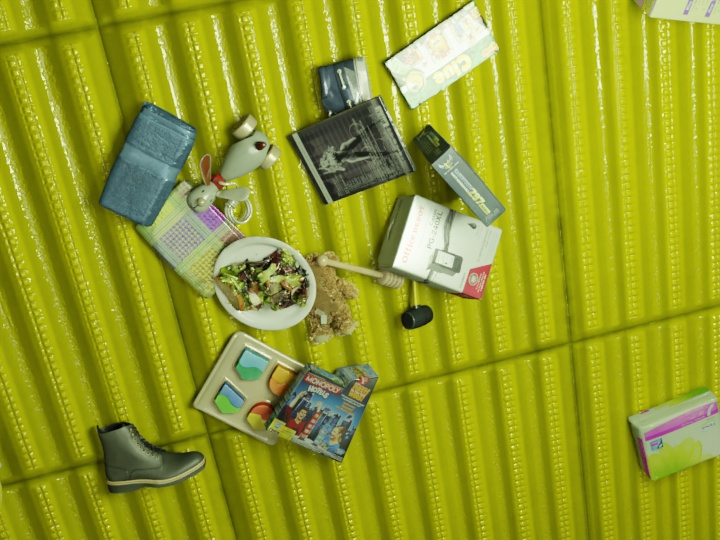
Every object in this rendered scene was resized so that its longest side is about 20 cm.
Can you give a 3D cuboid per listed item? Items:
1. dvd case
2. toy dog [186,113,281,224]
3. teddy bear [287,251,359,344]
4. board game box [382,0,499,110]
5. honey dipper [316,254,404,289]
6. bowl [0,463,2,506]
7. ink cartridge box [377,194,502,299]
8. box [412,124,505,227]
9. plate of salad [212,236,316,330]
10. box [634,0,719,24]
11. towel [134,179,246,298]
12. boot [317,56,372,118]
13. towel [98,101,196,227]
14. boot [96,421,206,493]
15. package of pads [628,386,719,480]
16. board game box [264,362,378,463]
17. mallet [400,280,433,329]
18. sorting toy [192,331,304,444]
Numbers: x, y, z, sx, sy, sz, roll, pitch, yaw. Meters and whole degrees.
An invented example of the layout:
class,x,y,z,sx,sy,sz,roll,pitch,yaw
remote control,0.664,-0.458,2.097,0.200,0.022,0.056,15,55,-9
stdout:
class,x,y,z,sx,sy,sz,roll,pitch,yaw
dvd case,-0.016,-0.214,1.415,0.198,0.016,0.150,-18,113,28
toy dog,-0.221,-0.179,1.385,0.131,0.096,0.202,23,94,-20
teddy bear,-0.073,0.053,1.521,0.144,0.067,0.201,-29,116,11
board game box,0.150,-0.396,1.437,0.199,0.023,0.105,-35,112,2
honey dipper,0.000,0.000,1.487,0.199,0.038,0.038,14,106,-38
bowl,-0.742,0.386,1.457,0.200,0.199,0.108,49,52,-20
ink cartridge box,0.151,-0.043,1.494,0.198,0.083,0.147,19,86,-18
box,0.176,-0.177,1.416,0.051,0.200,0.158,-42,109,10
plate of salad,-0.182,0.031,1.451,0.198,0.048,0.202,4,118,7
box,0.624,-0.552,1.406,0.198,0.097,0.177,1,131,-12
towel,-0.305,-0.055,1.459,0.143,0.023,0.200,-42,109,5
boot,-0.018,-0.282,1.424,0.089,0.073,0.202,-9,107,7
towel,-0.377,-0.186,1.385,0.111,0.049,0.201,28,98,-8
boot,-0.417,0.354,1.542,0.198,0.077,0.140,-13,104,-8
package of pads,0.720,0.373,1.762,0.198,0.068,0.156,-21,110,-3
board game box,-0.065,0.261,1.566,0.199,0.062,0.201,32,95,-32
mallet,0.115,0.016,1.554,0.065,0.041,0.202,-5,98,-45
sorting toy,-0.209,0.241,1.562,0.199,0.037,0.186,29,100,-18
